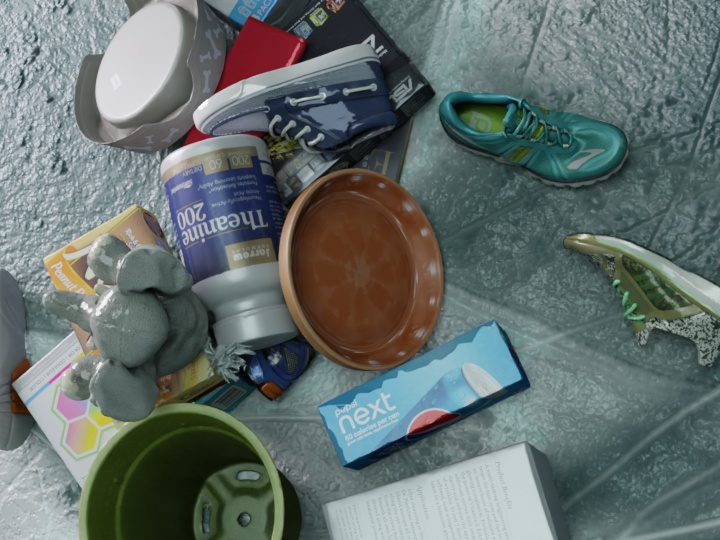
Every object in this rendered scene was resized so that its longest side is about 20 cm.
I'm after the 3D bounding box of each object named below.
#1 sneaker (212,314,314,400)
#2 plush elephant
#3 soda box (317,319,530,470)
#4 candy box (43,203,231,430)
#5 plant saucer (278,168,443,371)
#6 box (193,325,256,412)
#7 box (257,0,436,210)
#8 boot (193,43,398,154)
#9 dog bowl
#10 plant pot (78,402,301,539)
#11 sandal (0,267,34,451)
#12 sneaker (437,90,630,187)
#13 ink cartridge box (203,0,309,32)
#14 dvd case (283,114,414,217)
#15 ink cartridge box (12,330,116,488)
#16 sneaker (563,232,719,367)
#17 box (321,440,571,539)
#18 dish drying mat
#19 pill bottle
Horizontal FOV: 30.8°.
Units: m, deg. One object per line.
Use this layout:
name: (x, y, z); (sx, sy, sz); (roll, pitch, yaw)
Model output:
sneaker: (-0.116, 0.037, 1.373); (0.078, 0.075, 0.200); (-31, 78, -6)
plush elephant: (-0.214, 0.049, 1.189); (0.199, 0.155, 0.165); (14, 83, 24)
soda box: (0.064, 0.126, 1.302); (0.199, 0.064, 0.068); (-27, 73, 8)
candy box: (-0.225, 0.049, 1.312); (0.115, 0.055, 0.201); (-29, 72, 6)
plant saucer: (0.000, 0.000, 1.295); (0.032, 0.200, 0.201); (-12, 71, 50)
box: (-0.195, 0.058, 1.376); (0.049, 0.082, 0.200); (-40, 72, 2)
box: (-0.045, -0.185, 1.390); (0.200, 0.049, 0.161); (-40, 73, 6)
boot: (-0.065, -0.154, 1.319); (0.199, 0.073, 0.091); (-20, 79, 3)
dog bowl: (-0.226, -0.218, 1.417); (0.200, 0.059, 0.201); (-22, 56, 35)
plant pot: (-0.140, 0.238, 1.265); (0.199, 0.190, 0.201); (-3, 78, 14)
sandal: (-0.402, 0.101, 1.429); (0.059, 0.079, 0.208); (-13, 67, 13)
sneaker: (0.171, -0.137, 1.322); (0.199, 0.080, 0.078); (14, 82, 16)
ink cartridge box: (-0.151, -0.346, 1.458); (0.200, 0.068, 0.115); (34, 88, 19)
dvd case: (-0.035, -0.085, 1.399); (0.148, 0.016, 0.201); (11, 81, 16)
ink cartridge box: (-0.268, 0.166, 1.383); (0.104, 0.059, 0.200); (-40, 71, 4)
sneaker: (0.277, 0.027, 1.267); (0.199, 0.077, 0.089); (29, 95, 21)
box: (0.087, 0.244, 1.224); (0.199, 0.152, 0.107); (-19, 73, 10)
dish drying mat: (-0.130, -0.165, 1.378); (0.077, 0.018, 0.201); (26, 88, 19)
pill bottle: (-0.124, -0.024, 1.293); (0.110, 0.111, 0.201); (-17, 80, 11)
